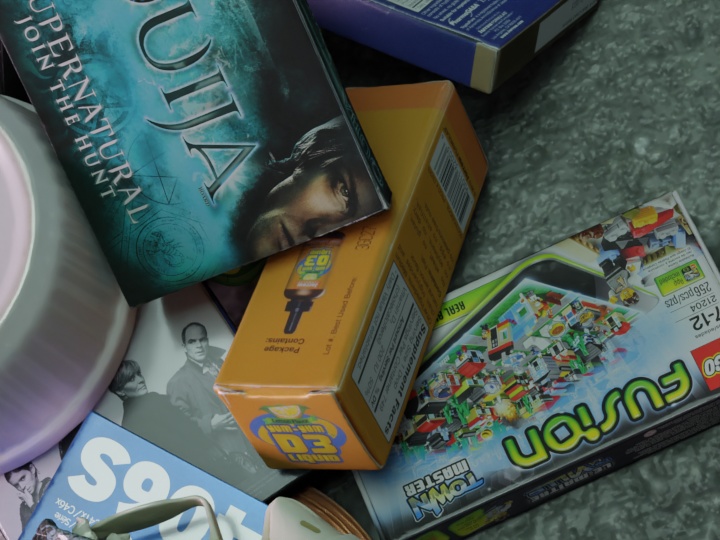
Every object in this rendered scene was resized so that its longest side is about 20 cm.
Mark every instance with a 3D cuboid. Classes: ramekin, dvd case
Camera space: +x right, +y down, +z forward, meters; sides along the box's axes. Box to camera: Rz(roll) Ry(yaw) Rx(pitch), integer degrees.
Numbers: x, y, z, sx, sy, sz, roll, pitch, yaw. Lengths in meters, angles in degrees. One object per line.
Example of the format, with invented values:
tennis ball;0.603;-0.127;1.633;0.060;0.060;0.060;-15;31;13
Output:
ramekin;-0.214;-0.003;1.000;0.202;0.094;0.203;-3;74;11
dvd case;-0.131;0.058;1.028;0.150;0.025;0.200;-34;70;0

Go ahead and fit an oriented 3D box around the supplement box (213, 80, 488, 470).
supplement box;0.000;0.000;1.002;0.066;0.069;0.200;-1;46;27

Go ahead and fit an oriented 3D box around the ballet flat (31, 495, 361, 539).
ballet flat;-0.055;0.129;0.904;0.200;0.074;0.074;-1;66;6

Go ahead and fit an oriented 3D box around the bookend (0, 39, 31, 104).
bookend;-0.156;-0.205;1.087;0.092;0.199;0.200;-8;62;-12

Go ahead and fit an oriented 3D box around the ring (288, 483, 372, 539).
ring;-0.074;0.190;0.995;0.200;0.019;0.201;-5;65;11

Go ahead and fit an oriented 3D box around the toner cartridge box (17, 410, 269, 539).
toner cartridge box;-0.059;0.152;0.955;0.200;0.043;0.095;26;82;14

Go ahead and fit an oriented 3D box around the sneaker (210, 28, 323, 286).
sneaker;-0.063;-0.075;1.079;0.074;0.084;0.200;10;47;-1

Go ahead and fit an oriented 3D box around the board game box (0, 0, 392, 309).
board game box;-0.085;-0.096;0.950;0.135;0.028;0.200;-21;107;12

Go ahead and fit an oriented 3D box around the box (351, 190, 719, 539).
box;0.086;0.052;1.008;0.200;0.035;0.110;-25;63;2

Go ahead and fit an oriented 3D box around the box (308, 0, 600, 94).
box;0.014;-0.161;1.093;0.200;0.032;0.121;25;40;22
